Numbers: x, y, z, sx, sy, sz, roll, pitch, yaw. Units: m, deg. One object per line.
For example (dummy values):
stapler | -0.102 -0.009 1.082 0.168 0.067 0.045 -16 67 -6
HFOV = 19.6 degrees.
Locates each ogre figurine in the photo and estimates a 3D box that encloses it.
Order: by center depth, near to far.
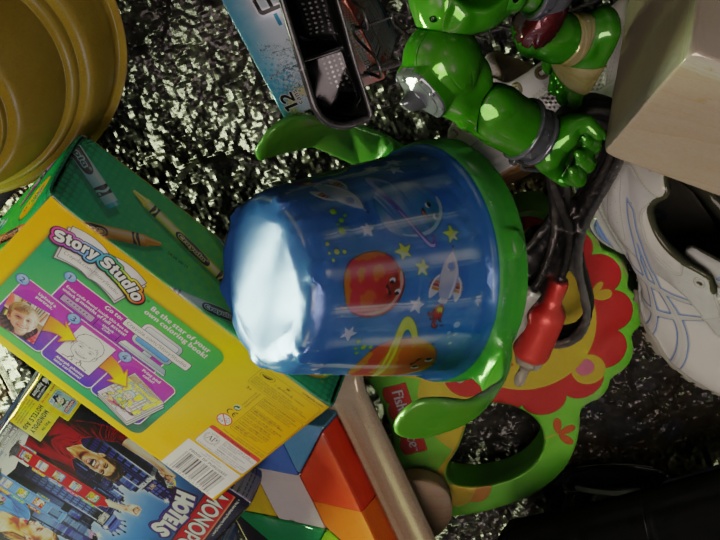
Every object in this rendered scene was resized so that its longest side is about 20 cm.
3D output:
ogre figurine | 0.077 -0.150 1.046 0.119 0.098 0.201 3 116 -31

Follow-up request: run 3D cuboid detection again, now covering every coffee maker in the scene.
coffee maker | 0.193 0.191 1.258 0.199 0.192 0.136 -17 100 15

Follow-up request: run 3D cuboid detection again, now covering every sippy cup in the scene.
sippy cup | 0.000 0.000 1.129 0.130 0.177 0.141 -6 111 -35

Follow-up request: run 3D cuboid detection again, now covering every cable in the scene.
cable | 0.111 -0.008 1.167 0.096 0.051 0.200 17 134 -17

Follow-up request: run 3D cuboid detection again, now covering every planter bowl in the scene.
planter bowl | -0.230 -0.103 1.127 0.199 0.084 0.202 2 127 3

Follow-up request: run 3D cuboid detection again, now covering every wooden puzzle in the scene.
wooden puzzle | -0.039 0.130 1.293 0.184 0.037 0.201 6 125 44

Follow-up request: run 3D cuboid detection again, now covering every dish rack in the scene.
dish rack | 0.043 -0.180 1.104 0.199 0.055 0.154 -21 112 -10

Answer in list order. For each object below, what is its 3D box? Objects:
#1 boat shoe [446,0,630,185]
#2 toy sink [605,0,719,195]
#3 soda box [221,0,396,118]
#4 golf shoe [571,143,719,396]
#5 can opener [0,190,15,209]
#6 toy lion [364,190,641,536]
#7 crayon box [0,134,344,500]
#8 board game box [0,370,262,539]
boat shoe | 0.089 -0.092 1.187 0.199 0.071 0.070 -29 86 30
toy sink | 0.216 -0.144 1.090 0.129 0.201 0.112 18 151 -11
soda box | -0.053 -0.189 1.146 0.068 0.064 0.201 -19 115 18
golf shoe | 0.198 0.007 1.195 0.078 0.097 0.200 -43 112 -8
can opener | -0.211 -0.077 1.229 0.053 0.067 0.200 36 112 -12
toy lion | 0.082 0.053 1.274 0.190 0.069 0.201 -14 118 7
crayon box | -0.118 0.030 1.179 0.200 0.058 0.119 38 129 -15
board game box | -0.142 0.148 1.319 0.199 0.062 0.200 33 135 -8
